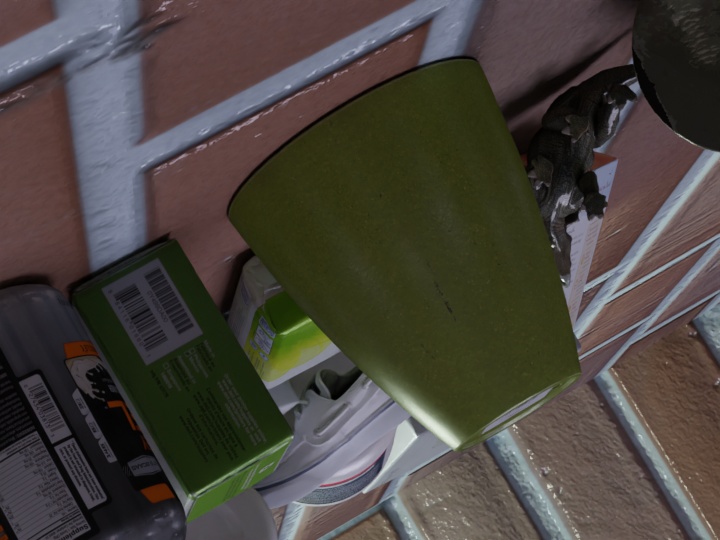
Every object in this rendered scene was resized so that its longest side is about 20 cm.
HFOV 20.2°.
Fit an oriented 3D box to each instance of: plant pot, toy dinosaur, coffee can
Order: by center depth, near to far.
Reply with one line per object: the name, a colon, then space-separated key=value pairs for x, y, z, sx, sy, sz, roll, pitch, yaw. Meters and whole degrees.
plant pot: x=0.046 y=0.004 z=1.262 sx=0.186 sy=0.201 sz=0.187 roll=-29 pitch=169 yaw=-6
coffee can: x=0.275 y=-0.145 z=1.365 sx=0.146 sy=0.147 sz=0.200 roll=-34 pitch=168 yaw=16
toy dinosaur: x=0.147 y=-0.090 z=1.425 sx=0.077 sy=0.201 sz=0.102 roll=16 pitch=-178 yaw=-13

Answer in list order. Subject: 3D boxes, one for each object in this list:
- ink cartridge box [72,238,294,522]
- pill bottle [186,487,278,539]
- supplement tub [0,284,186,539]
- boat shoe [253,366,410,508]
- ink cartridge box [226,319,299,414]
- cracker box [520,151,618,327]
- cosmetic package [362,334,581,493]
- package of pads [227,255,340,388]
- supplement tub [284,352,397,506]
ink cartridge box: x=-0.121 y=0.084 z=1.305 sx=0.075 sy=0.148 sz=0.200 roll=-29 pitch=170 yaw=-15
pill bottle: x=-0.117 y=0.216 z=1.538 sx=0.113 sy=0.113 sz=0.200 roll=-30 pitch=170 yaw=-8
supplement tub: x=-0.180 y=0.119 z=1.159 sx=0.122 sy=0.201 sz=0.123 roll=-30 pitch=170 yaw=-6
boat shoe: x=-0.016 y=0.104 z=1.543 sx=0.200 sy=0.065 sz=0.074 roll=-39 pitch=-169 yaw=15
ink cartridge box: x=-0.166 y=0.129 z=1.540 sx=0.145 sy=0.084 sz=0.200 roll=-19 pitch=163 yaw=-49
cracker box: x=0.133 y=0.008 z=1.568 sx=0.134 sy=0.057 sz=0.201 roll=-23 pitch=130 yaw=-65
cosmetic package: x=0.078 y=0.100 z=1.975 sx=0.199 sy=0.123 sz=0.199 roll=-25 pitch=167 yaw=-23
package of pads: x=0.000 y=0.000 z=1.466 sx=0.199 sy=0.068 sz=0.155 roll=-28 pitch=167 yaw=-17
supplement tub: x=-0.038 y=0.122 z=1.707 sx=0.140 sy=0.141 sz=0.200 roll=-29 pitch=168 yaw=-9
